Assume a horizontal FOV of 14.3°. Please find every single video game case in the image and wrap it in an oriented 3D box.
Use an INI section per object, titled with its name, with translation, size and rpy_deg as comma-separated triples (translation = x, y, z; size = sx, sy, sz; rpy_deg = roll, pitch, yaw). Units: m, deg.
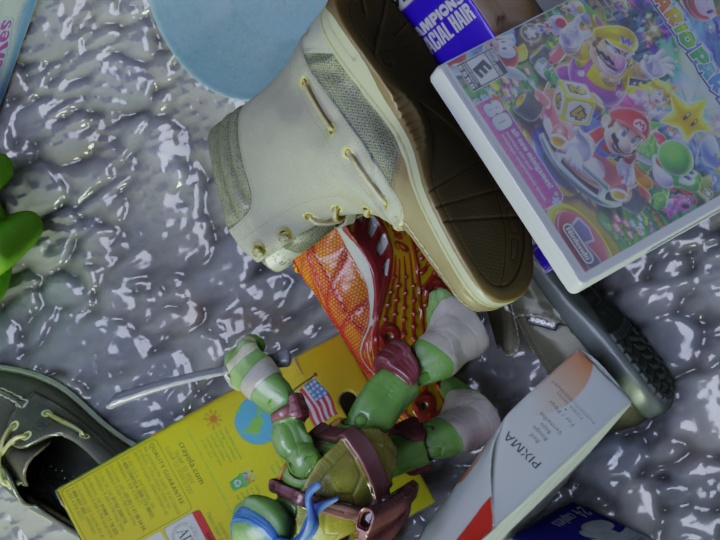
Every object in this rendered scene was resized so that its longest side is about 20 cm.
[video game case]
translation = 0.154, -0.090, 1.576
size = 0.143, 0.200, 0.018
rpy_deg = 57, 152, 9

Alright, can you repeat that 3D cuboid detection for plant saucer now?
[plant saucer]
translation = -0.049, -0.201, 1.712
size = 0.201, 0.039, 0.202
rpy_deg = 2, 92, 43

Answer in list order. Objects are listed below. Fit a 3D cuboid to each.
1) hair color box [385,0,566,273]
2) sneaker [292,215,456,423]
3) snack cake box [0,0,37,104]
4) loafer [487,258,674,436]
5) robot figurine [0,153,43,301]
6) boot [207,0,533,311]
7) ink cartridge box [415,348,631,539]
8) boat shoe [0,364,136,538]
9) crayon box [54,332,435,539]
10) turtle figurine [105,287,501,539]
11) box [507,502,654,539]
[hair color box]
translation = 0.096, -0.106, 1.629
size = 0.065, 0.109, 0.200
rpy_deg = -40, 79, 33
[sneaker]
translation = 0.000, 0.000, 1.722
size = 0.077, 0.073, 0.201
rpy_deg = -22, 90, 58
[snack cake box]
translation = -0.264, -0.195, 1.814
size = 0.115, 0.067, 0.200
rpy_deg = 26, 106, 20
[loafer]
translation = 0.097, 0.018, 1.665
size = 0.070, 0.075, 0.200
rpy_deg = -41, 79, 19
[robot figurine]
translation = -0.304, -0.009, 1.826
size = 0.200, 0.116, 0.176
rpy_deg = -17, 109, 26
[boot]
translation = 0.002, -0.037, 1.605
size = 0.155, 0.072, 0.200
rpy_deg = -42, 71, 39
[ink cartridge box]
translation = 0.050, 0.147, 1.604
size = 0.050, 0.200, 0.162
rpy_deg = 46, 143, 11
[boat shoe]
translation = -0.195, 0.120, 1.820
size = 0.201, 0.060, 0.072
rpy_deg = 28, 107, 20
[crayon box]
translation = -0.067, 0.142, 1.732
size = 0.200, 0.051, 0.127
rpy_deg = -29, 74, -1
[turtle figurine]
translation = -0.027, 0.091, 1.639
size = 0.144, 0.194, 0.200
rpy_deg = 62, 152, -5
[box]
translation = 0.161, 0.263, 1.646
size = 0.200, 0.105, 0.184
rpy_deg = 23, 105, 21
